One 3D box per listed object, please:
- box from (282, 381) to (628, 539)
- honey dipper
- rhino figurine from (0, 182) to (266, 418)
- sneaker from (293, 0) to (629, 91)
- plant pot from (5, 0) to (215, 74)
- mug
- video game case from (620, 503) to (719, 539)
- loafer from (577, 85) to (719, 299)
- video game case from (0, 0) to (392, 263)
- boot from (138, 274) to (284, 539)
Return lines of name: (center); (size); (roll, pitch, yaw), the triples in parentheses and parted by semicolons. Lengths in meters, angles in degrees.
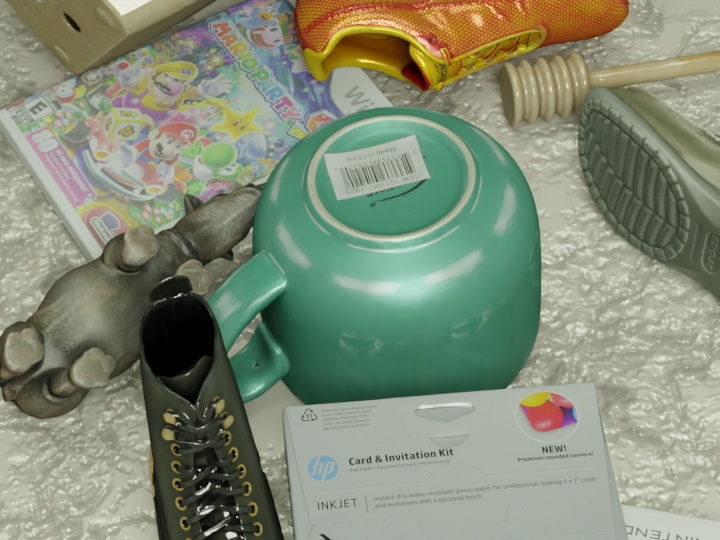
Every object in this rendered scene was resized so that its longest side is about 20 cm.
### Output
box: (0.049, 0.146, 0.984); (0.155, 0.041, 0.201); (-5, 51, -5)
honey dipper: (0.181, -0.116, 1.256); (0.198, 0.038, 0.038); (-8, 49, -8)
rhino figurine: (-0.117, 0.008, 1.144); (0.200, 0.087, 0.060); (-41, 94, -28)
sneaker: (0.060, -0.138, 1.264); (0.198, 0.073, 0.078); (-5, 66, -5)
plant pot: (-0.134, -0.229, 1.236); (0.177, 0.200, 0.200); (-45, 101, -18)
mug: (0.011, 0.000, 1.116); (0.151, 0.115, 0.185); (20, 54, 20)
video game case: (0.100, 0.195, 0.995); (0.180, 0.036, 0.201); (9, 51, 13)
loafer: (0.197, -0.034, 1.167); (0.069, 0.076, 0.200); (-26, 56, -31)
video game case: (-0.094, -0.086, 1.261); (0.199, 0.018, 0.143); (-26, 52, -17)
boot: (-0.070, 0.117, 1.009); (0.077, 0.139, 0.201); (-17, 52, -10)
